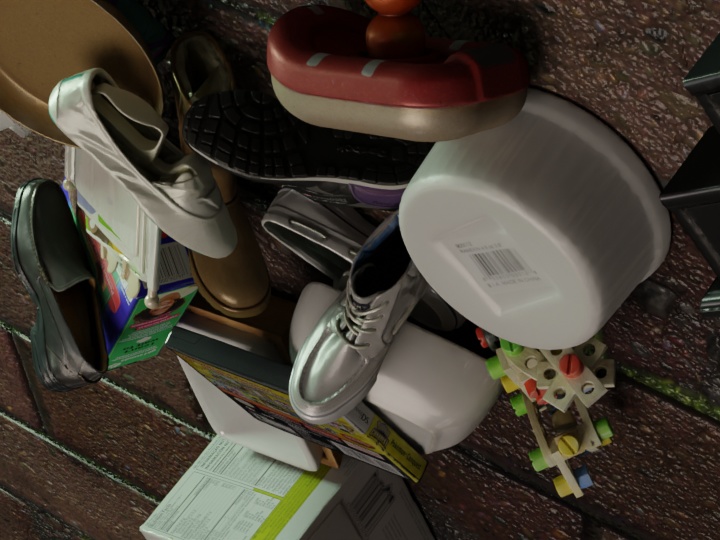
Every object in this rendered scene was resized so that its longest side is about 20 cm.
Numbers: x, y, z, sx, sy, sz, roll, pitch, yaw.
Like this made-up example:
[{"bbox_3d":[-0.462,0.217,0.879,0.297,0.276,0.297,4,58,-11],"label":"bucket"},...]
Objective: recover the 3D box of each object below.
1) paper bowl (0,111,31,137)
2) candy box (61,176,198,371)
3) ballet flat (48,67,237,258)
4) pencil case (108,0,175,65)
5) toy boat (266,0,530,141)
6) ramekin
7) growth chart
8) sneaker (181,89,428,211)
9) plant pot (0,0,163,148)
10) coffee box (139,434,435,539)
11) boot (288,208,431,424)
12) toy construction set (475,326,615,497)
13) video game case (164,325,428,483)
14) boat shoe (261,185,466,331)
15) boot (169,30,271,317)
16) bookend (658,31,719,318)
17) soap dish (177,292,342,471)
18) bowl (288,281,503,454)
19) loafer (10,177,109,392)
[{"bbox_3d":[-0.368,-0.196,1.706,0.201,0.104,0.201,41,174,5],"label":"paper bowl"},{"bbox_3d":[-0.229,-0.018,1.811,0.170,0.077,0.200,68,156,17],"label":"candy box"},{"bbox_3d":[-0.166,-0.088,1.542,0.200,0.070,0.069,43,151,-15],"label":"ballet flat"},{"bbox_3d":[-0.255,-0.231,1.610,0.200,0.085,0.092,43,149,-7],"label":"pencil case"},{"bbox_3d":[0.023,-0.171,1.371,0.199,0.130,0.131,12,111,38],"label":"toy boat"},{"bbox_3d":[0.125,-0.033,1.441,0.200,0.098,0.201,28,150,18],"label":"ramekin"},{"bbox_3d":[-0.220,-0.069,1.670,0.200,0.018,0.145,48,139,40],"label":"growth chart"},{"bbox_3d":[-0.048,-0.083,1.542,0.199,0.076,0.088,12,154,0],"label":"sneaker"},{"bbox_3d":[-0.248,-0.178,1.555,0.199,0.028,0.200,16,144,12],"label":"plant pot"},{"bbox_3d":[-0.072,0.287,2.006,0.197,0.200,0.200,12,141,40],"label":"coffee box"},{"bbox_3d":[-0.001,0.032,1.556,0.073,0.200,0.096,32,176,18],"label":"boot"},{"bbox_3d":[0.155,0.098,1.554,0.200,0.092,0.132,78,174,-64],"label":"toy construction set"},{"bbox_3d":[-0.056,0.121,1.715,0.199,0.026,0.181,18,164,33],"label":"video game case"},{"bbox_3d":[0.000,0.000,1.660,0.200,0.067,0.074,36,151,6],"label":"boat shoe"},{"bbox_3d":[-0.125,-0.077,1.635,0.200,0.066,0.176,98,150,-58],"label":"boot"},{"bbox_3d":[0.264,-0.078,1.225,0.198,0.092,0.200,-8,126,53],"label":"bookend"},{"bbox_3d":[-0.100,0.100,1.899,0.157,0.081,0.200,17,144,35],"label":"soap dish"},{"bbox_3d":[0.021,0.097,1.696,0.199,0.075,0.200,26,167,4],"label":"bowl"},{"bbox_3d":[-0.270,0.010,1.758,0.072,0.073,0.201,-10,93,43],"label":"loafer"}]
